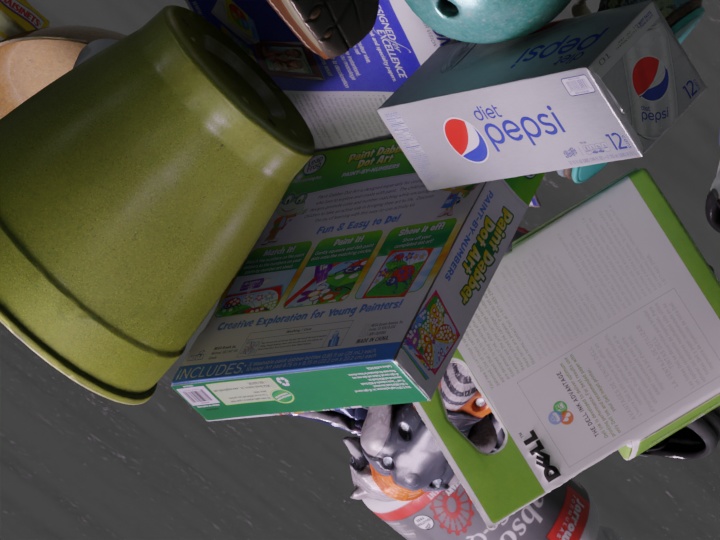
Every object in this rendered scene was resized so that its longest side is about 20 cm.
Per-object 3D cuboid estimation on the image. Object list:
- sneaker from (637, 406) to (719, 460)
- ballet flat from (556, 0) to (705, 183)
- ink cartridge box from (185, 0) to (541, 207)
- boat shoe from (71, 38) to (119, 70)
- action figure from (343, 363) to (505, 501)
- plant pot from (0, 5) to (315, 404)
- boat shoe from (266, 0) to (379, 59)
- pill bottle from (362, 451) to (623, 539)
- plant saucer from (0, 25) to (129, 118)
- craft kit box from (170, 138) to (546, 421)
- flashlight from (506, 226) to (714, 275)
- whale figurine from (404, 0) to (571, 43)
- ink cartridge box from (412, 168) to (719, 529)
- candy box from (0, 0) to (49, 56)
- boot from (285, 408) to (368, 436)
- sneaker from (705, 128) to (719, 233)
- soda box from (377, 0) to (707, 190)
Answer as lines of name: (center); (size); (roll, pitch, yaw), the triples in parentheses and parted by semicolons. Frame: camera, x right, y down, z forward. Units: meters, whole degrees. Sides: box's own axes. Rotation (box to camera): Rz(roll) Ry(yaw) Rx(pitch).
sneaker: (0.168, 0.063, 1.859); (0.200, 0.099, 0.071); (17, 149, 19)
ballet flat: (0.147, -0.126, 1.646); (0.074, 0.074, 0.200); (28, 147, -1)
ink cartridge box: (0.005, -0.126, 1.766); (0.200, 0.047, 0.198); (4, 140, 31)
boat shoe: (-0.174, -0.069, 1.857); (0.074, 0.086, 0.202); (17, 149, -1)
action figure: (0.028, 0.081, 1.856); (0.200, 0.105, 0.194); (17, 129, -10)
plant pot: (-0.136, -0.054, 1.728); (0.193, 0.200, 0.200); (-44, 112, 12)
boat shoe: (-0.058, -0.219, 1.642); (0.074, 0.076, 0.200); (0, 123, 55)
pill bottle: (0.105, 0.184, 2.069); (0.200, 0.116, 0.116); (40, 147, -21)
plant saucer: (-0.175, -0.111, 1.911); (0.200, 0.035, 0.200); (12, 148, 7)
craft kit box: (0.000, 0.000, 1.723); (0.200, 0.198, 0.049); (-7, 137, 45)
flashlight: (0.130, -0.008, 1.824); (0.200, 0.068, 0.068); (23, 168, 17)
whale figurine: (0.034, -0.202, 1.567); (0.200, 0.104, 0.159); (28, 149, -7)
ink cartridge box: (0.129, 0.052, 1.726); (0.148, 0.200, 0.076); (59, 178, 12)
candy box: (-0.310, -0.170, 1.959); (0.102, 0.026, 0.200); (42, 145, -21)
boot: (0.044, 0.081, 1.961); (0.200, 0.091, 0.073); (12, 156, 3)
sneaker: (0.271, -0.054, 1.592); (0.081, 0.115, 0.199); (41, 146, -23)
soda box: (0.101, -0.099, 1.594); (0.200, 0.068, 0.063); (-7, 123, 55)
